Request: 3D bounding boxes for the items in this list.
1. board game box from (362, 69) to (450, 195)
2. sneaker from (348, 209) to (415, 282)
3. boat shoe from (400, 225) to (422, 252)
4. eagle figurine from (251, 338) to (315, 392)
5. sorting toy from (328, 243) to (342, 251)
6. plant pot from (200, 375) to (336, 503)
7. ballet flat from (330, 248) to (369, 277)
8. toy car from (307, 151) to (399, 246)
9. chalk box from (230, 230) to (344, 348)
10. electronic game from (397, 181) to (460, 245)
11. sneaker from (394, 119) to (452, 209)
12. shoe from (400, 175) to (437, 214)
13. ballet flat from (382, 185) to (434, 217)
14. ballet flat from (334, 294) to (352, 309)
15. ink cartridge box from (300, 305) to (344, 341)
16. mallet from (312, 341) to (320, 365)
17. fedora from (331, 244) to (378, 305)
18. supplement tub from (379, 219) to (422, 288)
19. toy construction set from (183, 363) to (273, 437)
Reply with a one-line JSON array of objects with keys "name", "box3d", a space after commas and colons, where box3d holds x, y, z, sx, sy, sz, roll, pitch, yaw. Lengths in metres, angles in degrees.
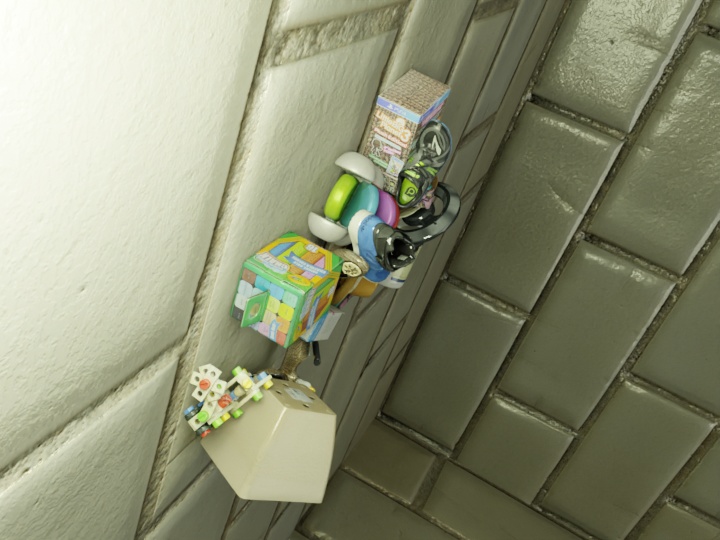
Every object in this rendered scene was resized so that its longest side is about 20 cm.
[{"name": "board game box", "box3d": [0.090, -0.289, 1.532, 0.159, 0.097, 0.200, -49, 162, -46]}, {"name": "sneaker", "box3d": [0.049, -0.022, 1.342, 0.077, 0.111, 0.200, -46, 149, -21]}, {"name": "boat shoe", "box3d": [0.069, -0.064, 1.724, 0.200, 0.074, 0.060, -10, 137, -40]}, {"name": "eagle figurine", "box3d": [-0.160, 0.223, 1.582, 0.152, 0.151, 0.200, -89, 169, -46]}, {"name": "sorting toy", "box3d": [-0.025, -0.072, 1.705, 0.200, 0.036, 0.185, -33, 149, -57]}, {"name": "plant pot", "box3d": [-0.164, 0.322, 1.445, 0.200, 0.200, 0.177, 18, 100, -40]}, {"name": "ballet flat", "box3d": [-0.063, -0.007, 1.375, 0.046, 0.200, 0.067, -51, 126, -30]}, {"name": "toy car", "box3d": [0.002, -0.121, 1.419, 0.175, 0.150, 0.200, -62, 168, 3]}, {"name": "chalk box", "box3d": [-0.136, 0.039, 1.269, 0.200, 0.124, 0.125, -43, 157, -55]}, {"name": "electronic game", "box3d": [0.132, -0.133, 1.673, 0.200, 0.200, 0.042, -56, 137, -26]}, {"name": "sneaker", "box3d": [0.123, -0.204, 1.459, 0.200, 0.071, 0.083, -65, 173, 28]}, {"name": "shoe", "box3d": [0.086, -0.159, 1.638, 0.200, 0.070, 0.053, -38, -161, -7]}, {"name": "ballet flat", "box3d": [0.066, -0.144, 1.575, 0.069, 0.200, 0.071, -133, -141, -61]}, {"name": "ballet flat", "box3d": [-0.036, 0.041, 1.684, 0.200, 0.069, 0.071, -43, 176, -33]}, {"name": "ink cartridge box", "box3d": [-0.113, 0.088, 1.490, 0.068, 0.115, 0.200, -62, 168, 3]}, {"name": "mallet", "box3d": [-0.101, 0.143, 1.651, 0.200, 0.041, 0.066, -115, -139, -68]}, {"name": "fedora", "box3d": [0.000, 0.000, 1.556, 0.201, 0.082, 0.201, -56, -163, 28]}, {"name": "supplement tub", "box3d": [0.082, -0.071, 1.867, 0.200, 0.145, 0.145, -64, 167, 11]}, {"name": "toy construction set", "box3d": [-0.245, 0.228, 1.314, 0.131, 0.092, 0.200, -38, 161, 7]}]
